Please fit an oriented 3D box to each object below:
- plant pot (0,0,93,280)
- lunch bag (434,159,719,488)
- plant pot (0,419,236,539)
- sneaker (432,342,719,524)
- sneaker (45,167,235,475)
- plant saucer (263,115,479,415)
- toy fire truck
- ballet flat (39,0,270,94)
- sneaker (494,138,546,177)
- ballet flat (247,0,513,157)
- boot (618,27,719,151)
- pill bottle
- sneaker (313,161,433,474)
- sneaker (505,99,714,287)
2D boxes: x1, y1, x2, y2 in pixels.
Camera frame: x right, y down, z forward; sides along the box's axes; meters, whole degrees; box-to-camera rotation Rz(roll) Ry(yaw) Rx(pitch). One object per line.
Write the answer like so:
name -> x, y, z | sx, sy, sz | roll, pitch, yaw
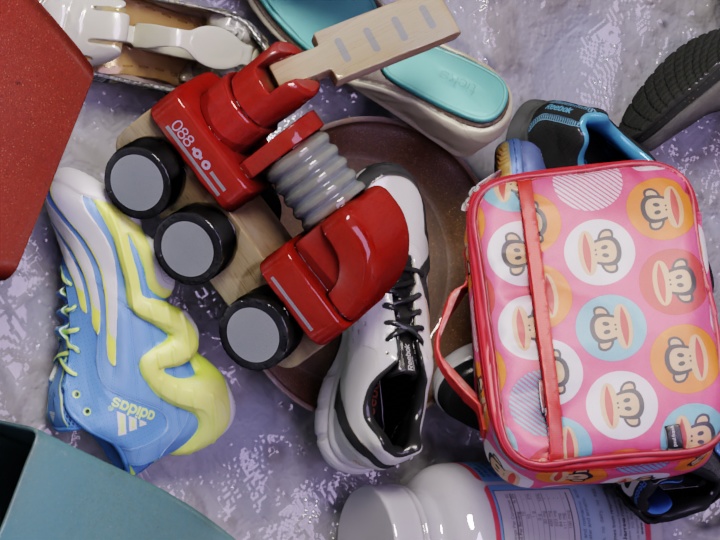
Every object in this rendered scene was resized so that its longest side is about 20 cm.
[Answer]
plant pot -> -0.272, -0.092, 1.368 | 0.176, 0.200, 0.200 | 28, 78, -37
lunch bag -> 0.133, 0.035, 1.528 | 0.176, 0.082, 0.200 | -6, 73, -3
plant pot -> -0.168, 0.185, 1.453 | 0.200, 0.141, 0.142 | 26, 79, -34
sneaker -> 0.150, 0.106, 1.574 | 0.200, 0.112, 0.073 | 10, 121, -17
sneaker -> -0.158, 0.040, 1.487 | 0.105, 0.076, 0.200 | -37, 108, -21
plant saucer -> 0.000, 0.000, 1.592 | 0.200, 0.037, 0.201 | 0, 91, -28
toy fire truck -> -0.021, -0.066, 1.458 | 0.176, 0.200, 0.129 | 53, 27, 0
ballet flat -> -0.141, -0.146, 1.495 | 0.200, 0.072, 0.072 | 10, 87, -28
sneaker -> 0.147, -0.002, 1.633 | 0.088, 0.075, 0.200 | -16, 110, 8
ballet flat -> 0.006, -0.138, 1.569 | 0.200, 0.069, 0.070 | 34, 74, 1
boot -> 0.287, -0.117, 1.673 | 0.200, 0.068, 0.131 | -39, 112, 19
pill bottle -> 0.091, 0.180, 1.603 | 0.200, 0.109, 0.109 | 1, 91, -27
sneaker -> 0.021, 0.031, 1.540 | 0.074, 0.080, 0.201 | 3, 88, -26
sneaker -> 0.182, -0.036, 1.661 | 0.200, 0.082, 0.073 | 45, 69, -23
